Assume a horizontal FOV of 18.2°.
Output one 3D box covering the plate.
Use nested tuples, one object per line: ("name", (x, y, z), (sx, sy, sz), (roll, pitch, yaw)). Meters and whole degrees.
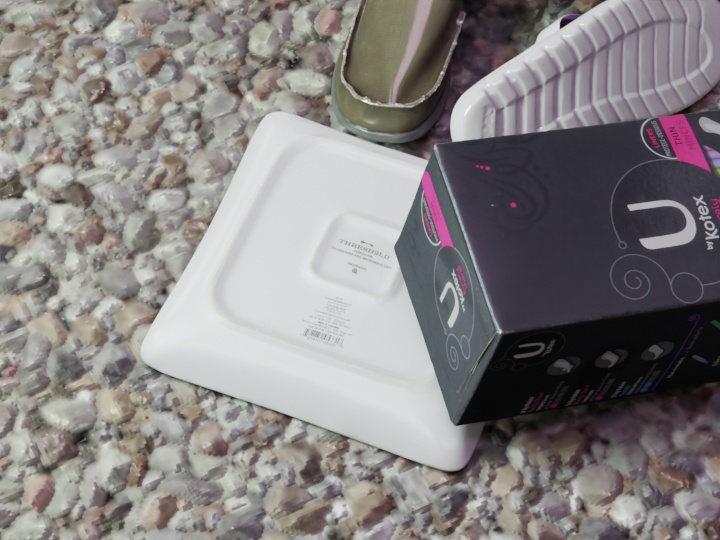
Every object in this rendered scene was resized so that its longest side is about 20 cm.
("plate", (0.000, 0.000, 1.293), (0.199, 0.032, 0.200), (19, 57, 11))

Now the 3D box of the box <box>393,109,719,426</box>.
("box", (0.136, -0.004, 1.231), (0.199, 0.106, 0.123), (-9, 61, -18))

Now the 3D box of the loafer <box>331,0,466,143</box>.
("loafer", (0.029, -0.165, 1.383), (0.075, 0.070, 0.201), (10, 54, 6))

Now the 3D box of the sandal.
("sandal", (0.136, -0.123, 1.365), (0.202, 0.083, 0.050), (-22, 22, -21))
